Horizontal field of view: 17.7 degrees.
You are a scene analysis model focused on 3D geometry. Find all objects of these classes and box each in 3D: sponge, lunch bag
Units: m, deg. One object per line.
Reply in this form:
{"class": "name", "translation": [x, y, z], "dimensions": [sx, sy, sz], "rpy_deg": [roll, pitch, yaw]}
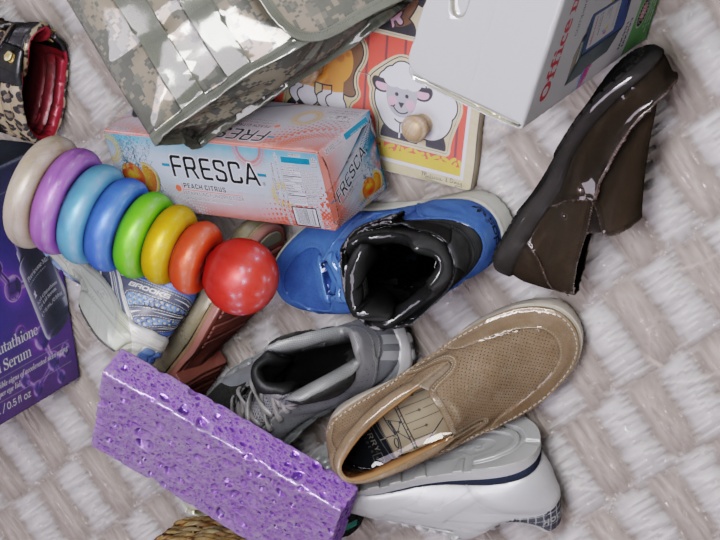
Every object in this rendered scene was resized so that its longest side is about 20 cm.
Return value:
{"class": "sponge", "translation": [-0.100, 0.141, 1.663], "dimensions": [0.200, 0.030, 0.112], "rpy_deg": [31, 146, 8]}
{"class": "lunch bag", "translation": [-0.084, -0.199, 1.537], "dimensions": [0.200, 0.118, 0.164], "rpy_deg": [-33, 83, 12]}

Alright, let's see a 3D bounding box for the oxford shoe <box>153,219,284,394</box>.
{"class": "oxford shoe", "translation": [-0.124, 0.025, 1.720], "dimensions": [0.074, 0.071, 0.200], "rpy_deg": [45, 124, 17]}

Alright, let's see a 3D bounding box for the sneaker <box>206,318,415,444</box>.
{"class": "sneaker", "translation": [-0.067, 0.084, 1.655], "dimensions": [0.200, 0.115, 0.075], "rpy_deg": [-31, 75, 22]}

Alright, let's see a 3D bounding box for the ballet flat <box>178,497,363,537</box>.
{"class": "ballet flat", "translation": [-0.092, 0.160, 1.754], "dimensions": [0.200, 0.068, 0.068], "rpy_deg": [13, 118, 27]}

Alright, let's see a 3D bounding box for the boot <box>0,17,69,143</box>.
{"class": "boot", "translation": [-0.297, -0.190, 1.735], "dimensions": [0.150, 0.073, 0.200], "rpy_deg": [17, 121, 26]}

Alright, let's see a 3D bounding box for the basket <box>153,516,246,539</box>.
{"class": "basket", "translation": [-0.099, 0.283, 1.760], "dimensions": [0.200, 0.149, 0.143], "rpy_deg": [19, 118, 25]}

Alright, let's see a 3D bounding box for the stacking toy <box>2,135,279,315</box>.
{"class": "stacking toy", "translation": [-0.149, -0.023, 1.627], "dimensions": [0.200, 0.085, 0.086], "rpy_deg": [23, 120, 18]}

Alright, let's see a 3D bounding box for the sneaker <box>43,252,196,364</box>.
{"class": "sneaker", "translation": [-0.179, -0.019, 1.721], "dimensions": [0.085, 0.077, 0.200], "rpy_deg": [-46, 54, 10]}

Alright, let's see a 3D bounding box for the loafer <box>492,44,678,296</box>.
{"class": "loafer", "translation": [0.160, -0.063, 1.516], "dimensions": [0.071, 0.073, 0.200], "rpy_deg": [33, 129, 4]}

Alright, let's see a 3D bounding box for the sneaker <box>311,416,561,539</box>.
{"class": "sneaker", "translation": [0.046, 0.159, 1.663], "dimensions": [0.200, 0.076, 0.081], "rpy_deg": [-3, 128, 29]}

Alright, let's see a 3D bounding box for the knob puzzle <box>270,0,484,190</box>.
{"class": "knob puzzle", "translation": [0.003, -0.164, 1.588], "dimensions": [0.219, 0.030, 0.220], "rpy_deg": [12, 115, 28]}

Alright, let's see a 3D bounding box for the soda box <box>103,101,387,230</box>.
{"class": "soda box", "translation": [-0.082, -0.079, 1.634], "dimensions": [0.200, 0.068, 0.064], "rpy_deg": [8, 124, 35]}

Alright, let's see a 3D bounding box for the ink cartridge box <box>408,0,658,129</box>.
{"class": "ink cartridge box", "translation": [0.122, -0.190, 1.399], "dimensions": [0.087, 0.200, 0.146], "rpy_deg": [27, 121, 19]}

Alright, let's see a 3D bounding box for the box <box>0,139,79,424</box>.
{"class": "box", "translation": [-0.312, 0.014, 1.780], "dimensions": [0.104, 0.148, 0.201], "rpy_deg": [4, 112, 30]}

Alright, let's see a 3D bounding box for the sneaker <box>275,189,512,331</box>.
{"class": "sneaker", "translation": [0.000, -0.001, 1.605], "dimensions": [0.200, 0.111, 0.077], "rpy_deg": [-10, 102, 34]}

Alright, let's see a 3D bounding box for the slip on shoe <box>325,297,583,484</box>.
{"class": "slip on shoe", "translation": [0.064, 0.087, 1.596], "dimensions": [0.200, 0.061, 0.076], "rpy_deg": [-25, 105, 12]}
